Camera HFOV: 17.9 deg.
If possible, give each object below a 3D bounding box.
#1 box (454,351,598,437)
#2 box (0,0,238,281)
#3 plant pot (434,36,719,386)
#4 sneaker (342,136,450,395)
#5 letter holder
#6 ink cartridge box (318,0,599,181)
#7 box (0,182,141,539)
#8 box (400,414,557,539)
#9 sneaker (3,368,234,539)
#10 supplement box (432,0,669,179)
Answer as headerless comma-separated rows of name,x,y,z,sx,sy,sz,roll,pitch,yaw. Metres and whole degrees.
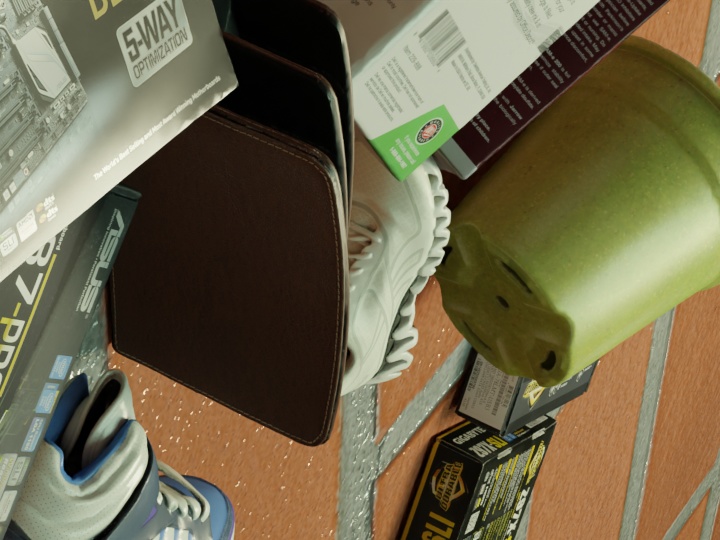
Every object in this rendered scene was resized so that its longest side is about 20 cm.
box,0.160,0.017,1.792,0.200,0.050,0.199,-15,128,-64
box,-0.141,-0.096,0.890,0.200,0.050,0.158,-44,130,-42
plant pot,0.152,-0.026,1.541,0.184,0.200,0.201,-40,150,-26
sneaker,0.000,0.000,1.373,0.081,0.075,0.201,-31,141,-41
letter holder,-0.043,-0.029,1.133,0.101,0.142,0.201,-47,153,-37
ink cartridge box,0.054,-0.161,1.209,0.200,0.084,0.146,-42,157,-1
box,-0.185,0.038,1.002,0.201,0.049,0.161,-67,160,2
box,0.079,0.214,1.819,0.160,0.049,0.201,-22,133,-64
sneaker,-0.119,0.111,1.194,0.200,0.080,0.147,-24,139,-52
supplement box,0.110,-0.142,1.331,0.200,0.061,0.109,-42,-172,0
